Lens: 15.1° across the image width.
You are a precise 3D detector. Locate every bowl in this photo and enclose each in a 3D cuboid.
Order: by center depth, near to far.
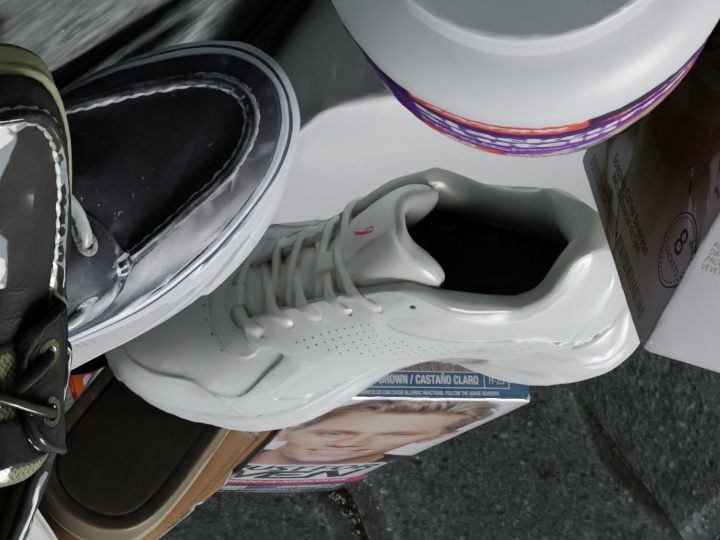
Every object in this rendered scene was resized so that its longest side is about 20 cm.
[{"bbox_3d":[0.057,-0.070,0.966,0.199,0.075,0.200,-2,166,-13],"label":"bowl"}]

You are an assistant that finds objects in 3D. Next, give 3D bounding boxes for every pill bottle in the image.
[{"bbox_3d":[0.044,-0.090,0.709,0.111,0.112,0.200,-36,176,3],"label":"pill bottle"}]

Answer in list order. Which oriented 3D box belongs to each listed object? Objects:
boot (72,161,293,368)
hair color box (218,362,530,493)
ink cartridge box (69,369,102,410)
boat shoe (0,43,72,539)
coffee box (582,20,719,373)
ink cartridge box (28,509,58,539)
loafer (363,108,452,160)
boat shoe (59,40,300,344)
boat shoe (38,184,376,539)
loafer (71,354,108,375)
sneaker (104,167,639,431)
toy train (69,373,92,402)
[{"bbox_3d":[-0.111,0.013,0.850,0.200,0.074,0.096,-36,-174,23],"label":"boot"},{"bbox_3d":[-0.015,0.053,1.228,0.100,0.061,0.200,1,164,-25],"label":"hair color box"},{"bbox_3d":[-0.079,0.033,1.124,0.200,0.044,0.094,-58,-179,1],"label":"ink cartridge box"},{"bbox_3d":[-0.106,0.034,0.718,0.072,0.066,0.201,-9,135,-32],"label":"boat shoe"},{"bbox_3d":[0.149,-0.075,0.797,0.114,0.080,0.200,-102,-147,-57],"label":"coffee box"},{"bbox_3d":[-0.189,0.117,0.967,0.144,0.084,0.200,-35,-164,-12],"label":"ink cartridge box"},{"bbox_3d":[0.060,-0.106,1.120,0.200,0.073,0.071,-29,-176,-27],"label":"loafer"},{"bbox_3d":[-0.103,-0.008,0.781,0.200,0.072,0.068,-28,177,-11],"label":"boat shoe"},{"bbox_3d":[-0.054,0.035,1.042,0.200,0.072,0.068,-42,167,-26],"label":"boat shoe"},{"bbox_3d":[-0.121,0.022,1.014,0.072,0.063,0.200,-36,177,13],"label":"loafer"},{"bbox_3d":[0.000,0.000,0.957,0.199,0.078,0.099,-11,155,7],"label":"sneaker"},{"bbox_3d":[-0.096,0.016,1.252,0.150,0.056,0.200,-35,177,-20],"label":"toy train"}]
